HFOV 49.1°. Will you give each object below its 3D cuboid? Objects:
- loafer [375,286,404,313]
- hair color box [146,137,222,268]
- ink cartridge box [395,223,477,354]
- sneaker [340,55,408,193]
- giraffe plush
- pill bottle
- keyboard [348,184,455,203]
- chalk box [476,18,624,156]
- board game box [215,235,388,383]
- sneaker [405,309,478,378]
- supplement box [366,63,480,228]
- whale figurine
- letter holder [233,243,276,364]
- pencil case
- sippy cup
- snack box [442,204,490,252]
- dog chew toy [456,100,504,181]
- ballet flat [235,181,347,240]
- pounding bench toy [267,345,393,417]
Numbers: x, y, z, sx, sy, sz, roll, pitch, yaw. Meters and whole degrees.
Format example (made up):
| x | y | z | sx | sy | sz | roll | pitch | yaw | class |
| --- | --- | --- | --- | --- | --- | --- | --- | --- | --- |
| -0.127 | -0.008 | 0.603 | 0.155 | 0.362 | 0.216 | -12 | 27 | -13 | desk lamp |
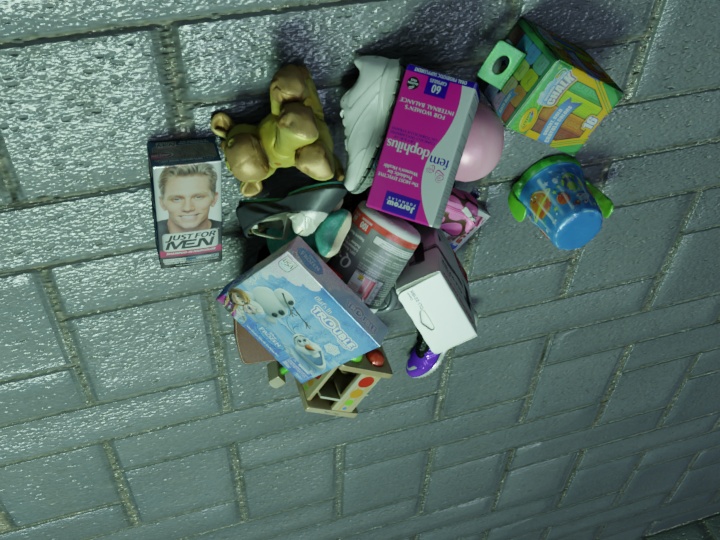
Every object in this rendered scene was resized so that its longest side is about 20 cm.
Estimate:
| x | y | z | sx | sy | sz | roll | pitch | yaw | class |
| --- | --- | --- | --- | --- | --- | --- | --- | --- | --- |
| -0.007 | 0.039 | 1.369 | 0.063 | 0.199 | 0.073 | 15 | 89 | -51 | loafer |
| -0.261 | -0.098 | 1.182 | 0.099 | 0.061 | 0.201 | -8 | 137 | -17 | hair color box |
| 0.125 | 0.021 | 1.345 | 0.083 | 0.201 | 0.145 | -25 | 117 | 16 | ink cartridge box |
| 0.009 | -0.211 | 1.133 | 0.074 | 0.086 | 0.202 | -5 | 112 | -71 | sneaker |
| -0.126 | -0.182 | 1.111 | 0.161 | 0.174 | 0.200 | -17 | 175 | 8 | giraffe plush |
| 0.000 | 0.000 | 1.257 | 0.115 | 0.116 | 0.201 | 22 | 105 | -40 | pill bottle |
| 0.060 | -0.138 | 1.318 | 0.199 | 0.021 | 0.127 | 22 | 122 | -39 | keyboard |
| 0.267 | -0.280 | 1.182 | 0.199 | 0.125 | 0.125 | 12 | 128 | -34 | chalk box |
| -0.092 | 0.067 | 1.201 | 0.200 | 0.044 | 0.198 | 46 | 133 | -15 | board game box |
| 0.142 | 0.135 | 1.618 | 0.099 | 0.070 | 0.200 | 25 | 117 | -33 | sneaker |
| 0.089 | -0.169 | 1.098 | 0.100 | 0.103 | 0.202 | 17 | 96 | 10 | supplement box |
| -0.082 | -0.062 | 1.215 | 0.103 | 0.200 | 0.160 | 30 | 81 | -18 | whale figurine |
| -0.156 | 0.059 | 1.370 | 0.141 | 0.101 | 0.201 | -9 | 137 | -13 | letter holder |
| 0.110 | -0.114 | 1.274 | 0.199 | 0.094 | 0.091 | 13 | 110 | -44 | pencil case |
| 0.359 | -0.112 | 1.399 | 0.177 | 0.131 | 0.140 | -28 | 140 | 5 | sippy cup |
| 0.145 | -0.050 | 1.447 | 0.072 | 0.024 | 0.200 | 21 | 122 | -38 | snack box |
| 0.114 | -0.203 | 1.201 | 0.198 | 0.125 | 0.125 | 4 | 134 | -8 | dog chew toy |
| -0.100 | -0.080 | 1.148 | 0.198 | 0.074 | 0.073 | -7 | 150 | 34 | ballet flat |
| -0.063 | 0.177 | 1.517 | 0.199 | 0.125 | 0.156 | 15 | 127 | -36 | pounding bench toy |
